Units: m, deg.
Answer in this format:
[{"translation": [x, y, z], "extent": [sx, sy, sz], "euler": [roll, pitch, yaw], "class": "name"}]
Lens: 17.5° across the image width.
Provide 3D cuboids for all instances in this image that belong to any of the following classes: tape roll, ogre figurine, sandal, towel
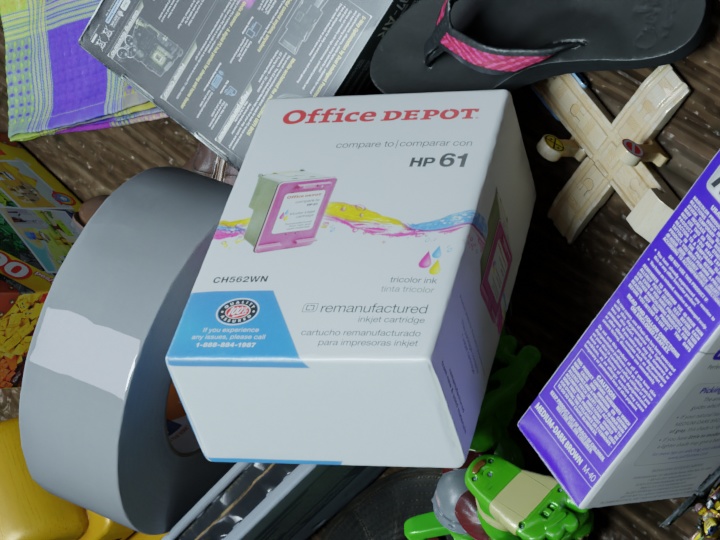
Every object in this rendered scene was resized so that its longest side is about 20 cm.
[{"translation": [-0.109, 0.044, 1.315], "extent": [0.066, 0.200, 0.201], "euler": [21, 108, 20], "class": "tape roll"}, {"translation": [0.072, 0.119, 1.235], "extent": [0.120, 0.098, 0.200], "euler": [86, 159, -52], "class": "ogre figurine"}, {"translation": [0.087, -0.133, 1.236], "extent": [0.200, 0.045, 0.075], "euler": [-7, 69, 33], "class": "sandal"}, {"translation": [-0.178, -0.165, 1.541], "extent": [0.200, 0.023, 0.144], "euler": [-6, 88, 44], "class": "towel"}]

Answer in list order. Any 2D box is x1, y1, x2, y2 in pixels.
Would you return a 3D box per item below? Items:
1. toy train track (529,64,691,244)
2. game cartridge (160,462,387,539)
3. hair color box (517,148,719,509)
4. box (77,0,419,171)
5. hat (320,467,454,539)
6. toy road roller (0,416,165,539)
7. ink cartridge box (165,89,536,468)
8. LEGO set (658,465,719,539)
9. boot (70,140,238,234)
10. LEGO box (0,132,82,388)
[{"translation": [0.106, -0.092, 1.258], "extent": [0.200, 0.033, 0.115], "euler": [55, 126, 29], "class": "toy train track"}, {"translation": [-0.029, 0.113, 1.328], "extent": [0.042, 0.133, 0.200], "euler": [51, 125, 11], "class": "game cartridge"}, {"translation": [0.176, 0.025, 1.141], "extent": [0.065, 0.109, 0.200], "euler": [55, 126, 30], "class": "hair color box"}, {"translation": [-0.049, -0.168, 1.345], "extent": [0.160, 0.044, 0.200], "euler": [37, 106, 19], "class": "box"}, {"translation": [0.015, 0.208, 1.327], "extent": [0.200, 0.081, 0.201], "euler": [1, 92, 45], "class": "hat"}, {"translation": [-0.172, 0.127, 1.462], "extent": [0.200, 0.146, 0.123], "euler": [-40, 65, 38], "class": "toy road roller"}, {"translation": [0.000, 0.000, 1.220], "extent": [0.144, 0.200, 0.085], "euler": [-1, 134, 20], "class": "ink cartridge box"}, {"translation": [0.200, 0.099, 1.076], "extent": [0.116, 0.154, 0.200], "euler": [41, 125, 2], "class": "LEGO set"}, {"translation": [-0.094, -0.103, 1.432], "extent": [0.186, 0.064, 0.200], "euler": [12, 104, 30], "class": "boot"}, {"translation": [-0.247, -0.009, 1.528], "extent": [0.200, 0.149, 0.077], "euler": [41, 119, 35], "class": "LEGO box"}]
